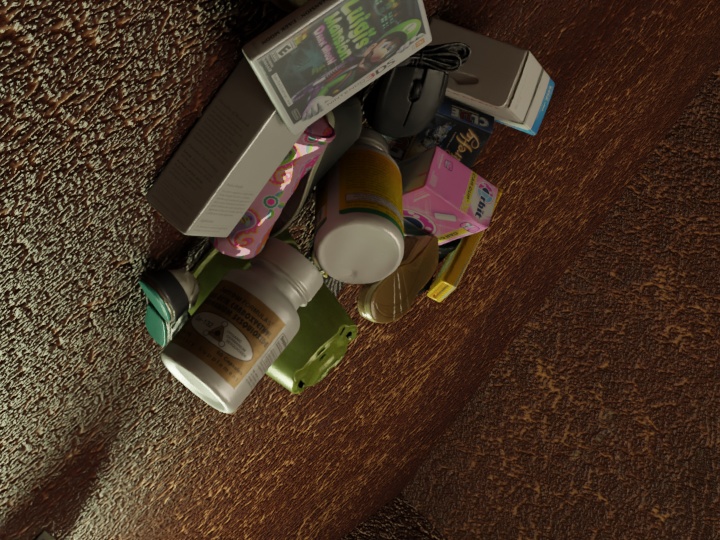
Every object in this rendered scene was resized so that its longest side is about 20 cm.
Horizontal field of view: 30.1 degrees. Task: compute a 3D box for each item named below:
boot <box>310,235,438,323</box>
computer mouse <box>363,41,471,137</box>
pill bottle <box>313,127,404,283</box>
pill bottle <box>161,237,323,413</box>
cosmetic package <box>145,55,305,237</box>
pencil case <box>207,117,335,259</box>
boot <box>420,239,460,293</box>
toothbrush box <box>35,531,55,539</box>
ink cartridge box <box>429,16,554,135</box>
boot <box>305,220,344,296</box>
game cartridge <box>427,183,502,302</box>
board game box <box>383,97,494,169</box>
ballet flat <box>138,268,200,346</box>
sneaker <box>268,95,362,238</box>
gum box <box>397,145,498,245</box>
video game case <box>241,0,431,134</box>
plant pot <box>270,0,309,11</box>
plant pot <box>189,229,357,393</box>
[{"bbox_3d":[0.000,0.000,1.764,0.200,0.155,0.073,-47,141,-52],"label":"boot"},{"bbox_3d":[0.054,-0.218,1.682,0.138,0.053,0.200,2,155,-9],"label":"computer mouse"},{"bbox_3d":[-0.002,-0.088,1.700,0.201,0.112,0.113,-91,-157,-47],"label":"pill bottle"},{"bbox_3d":[-0.139,0.063,1.625,0.200,0.114,0.114,-52,166,-17],"label":"pill bottle"},{"bbox_3d":[-0.136,-0.133,1.460,0.200,0.074,0.102,-53,163,13],"label":"cosmetic package"},{"bbox_3d":[-0.110,-0.110,1.572,0.200,0.087,0.087,-56,162,26],"label":"pencil case"},{"bbox_3d":[0.107,-0.017,2.343,0.168,0.076,0.200,-57,176,24],"label":"boot"},{"bbox_3d":[-0.502,0.500,1.994,0.200,0.085,0.147,-43,163,-13],"label":"toothbrush box"},{"bbox_3d":[0.167,-0.257,1.794,0.086,0.146,0.200,-67,163,1],"label":"ink cartridge box"},{"bbox_3d":[-0.001,-0.054,1.984,0.211,0.079,0.158,-25,148,-30],"label":"boot"},{"bbox_3d":[0.184,-0.048,2.360,0.201,0.032,0.176,-64,-179,-11],"label":"game cartridge"},{"bbox_3d":[0.082,-0.158,1.848,0.200,0.135,0.035,119,-13,-48],"label":"board game box"},{"bbox_3d":[-0.229,0.033,1.624,0.073,0.073,0.200,-42,170,-19],"label":"ballet flat"},{"bbox_3d":[-0.064,-0.127,1.659,0.106,0.075,0.200,-22,150,-57],"label":"sneaker"},{"bbox_3d":[0.075,-0.088,1.817,0.200,0.113,0.066,-19,-134,52],"label":"gum box"},{"bbox_3d":[-0.017,-0.224,1.327,0.181,0.023,0.200,-35,163,-1],"label":"video game case"},{"bbox_3d":[-0.003,-0.324,1.314,0.201,0.093,0.201,-43,163,-17],"label":"plant pot"},{"bbox_3d":[-0.109,0.055,1.768,0.200,0.190,0.200,-43,163,-16],"label":"plant pot"}]
